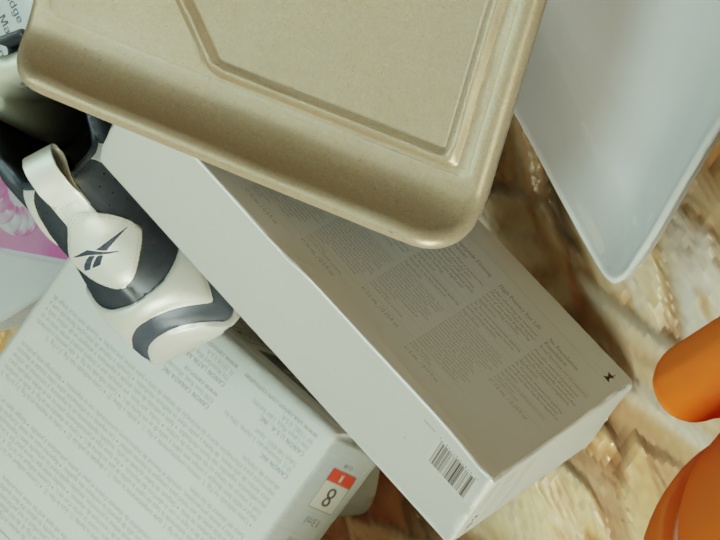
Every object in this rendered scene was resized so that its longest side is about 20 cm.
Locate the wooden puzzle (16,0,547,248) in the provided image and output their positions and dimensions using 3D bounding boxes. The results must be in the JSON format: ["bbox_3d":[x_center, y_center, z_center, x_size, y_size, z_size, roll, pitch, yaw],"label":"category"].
[{"bbox_3d":[-0.016,-0.130,0.902,0.185,0.037,0.201,22,107,15],"label":"wooden puzzle"}]

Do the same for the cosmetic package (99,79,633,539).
[{"bbox_3d":[0.000,0.000,0.959,0.200,0.082,0.051,48,142,16],"label":"cosmetic package"}]

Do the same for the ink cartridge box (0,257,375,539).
[{"bbox_3d":[-0.107,0.105,1.089,0.162,0.050,0.200,39,99,30],"label":"ink cartridge box"}]

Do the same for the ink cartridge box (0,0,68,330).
[{"bbox_3d":[-0.154,-0.093,1.218,0.200,0.043,0.197,-30,82,43],"label":"ink cartridge box"}]

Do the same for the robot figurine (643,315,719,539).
[{"bbox_3d":[0.156,0.080,0.743,0.200,0.143,0.117,-48,26,52],"label":"robot figurine"}]

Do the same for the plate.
[{"bbox_3d":[0.095,-0.132,0.882,0.200,0.032,0.200,64,145,30],"label":"plate"}]

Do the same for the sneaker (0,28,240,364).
[{"bbox_3d":[-0.096,-0.069,1.056,0.079,0.130,0.199,-23,34,28],"label":"sneaker"}]

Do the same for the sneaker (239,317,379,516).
[{"bbox_3d":[-0.066,0.058,1.144,0.200,0.082,0.074,31,123,53],"label":"sneaker"}]
